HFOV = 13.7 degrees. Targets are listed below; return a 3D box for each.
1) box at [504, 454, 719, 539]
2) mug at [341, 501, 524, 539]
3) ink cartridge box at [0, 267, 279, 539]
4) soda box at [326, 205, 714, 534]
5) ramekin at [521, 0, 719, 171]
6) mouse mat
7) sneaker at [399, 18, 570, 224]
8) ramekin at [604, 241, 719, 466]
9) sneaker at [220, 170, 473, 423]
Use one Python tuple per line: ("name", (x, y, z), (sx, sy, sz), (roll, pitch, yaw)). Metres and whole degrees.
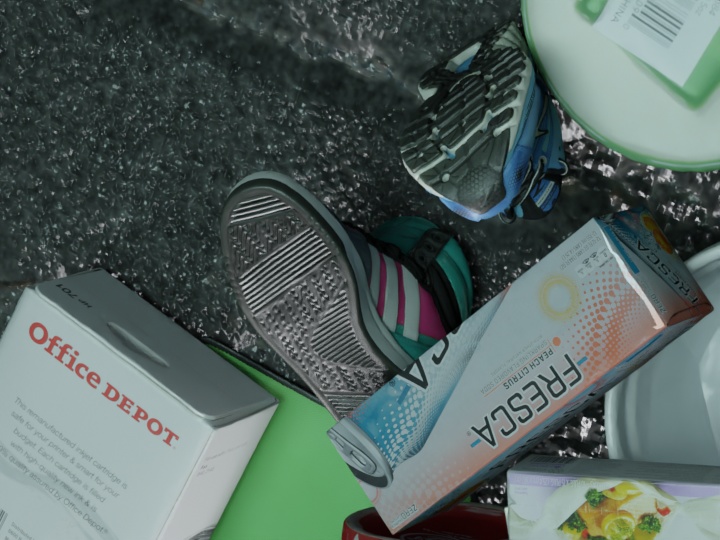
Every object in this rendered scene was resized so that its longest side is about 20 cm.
("box", (0.171, 0.120, 1.503), (0.199, 0.041, 0.039), (2, 102, 22))
("mug", (0.021, 0.230, 1.588), (0.177, 0.133, 0.201), (2, 99, 6))
("ink cartridge box", (-0.159, 0.122, 1.733), (0.146, 0.086, 0.200), (36, 112, 19))
("soda box", (0.080, 0.051, 1.522), (0.200, 0.064, 0.069), (-40, 77, 27))
("ramekin", (0.179, -0.145, 1.531), (0.199, 0.098, 0.201), (5, 102, 23))
("mouse mat", (-0.041, 0.148, 1.736), (0.200, 0.008, 0.161), (28, 110, 17))
("sneaker", (0.079, -0.065, 1.546), (0.078, 0.200, 0.090), (-33, 102, 17))
("ramekin", (0.235, 0.070, 1.546), (0.199, 0.105, 0.201), (5, 103, 22))
("sneaker", (0.000, 0.000, 1.625), (0.083, 0.121, 0.200), (-19, 122, 25))
